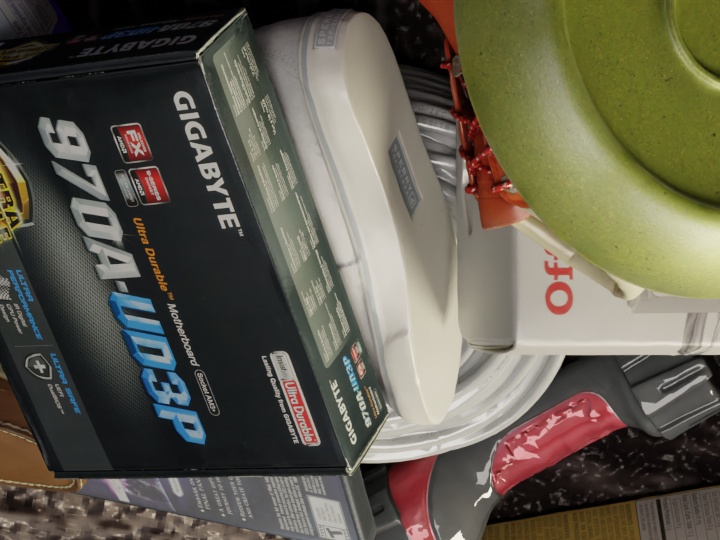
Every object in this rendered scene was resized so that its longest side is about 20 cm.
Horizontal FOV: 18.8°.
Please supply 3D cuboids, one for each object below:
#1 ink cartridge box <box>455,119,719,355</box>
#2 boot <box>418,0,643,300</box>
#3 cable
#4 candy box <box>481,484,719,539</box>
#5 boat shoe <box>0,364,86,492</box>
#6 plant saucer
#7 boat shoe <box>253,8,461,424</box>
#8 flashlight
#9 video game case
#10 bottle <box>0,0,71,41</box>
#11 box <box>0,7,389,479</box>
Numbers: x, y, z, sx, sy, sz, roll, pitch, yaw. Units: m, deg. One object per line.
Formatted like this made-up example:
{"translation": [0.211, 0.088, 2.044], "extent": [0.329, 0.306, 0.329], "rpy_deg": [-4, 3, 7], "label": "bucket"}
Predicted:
{"translation": [0.147, -0.037, 0.928], "extent": [0.199, 0.083, 0.147], "rpy_deg": [0, 89, -12], "label": "ink cartridge box"}
{"translation": [0.058, -0.075, 0.835], "extent": [0.200, 0.075, 0.107], "rpy_deg": [37, 87, -8], "label": "boot"}
{"translation": [0.000, 0.000, 1.017], "extent": [0.200, 0.069, 0.200], "rpy_deg": [-25, 119, 14], "label": "cable"}
{"translation": [0.145, 0.180, 1.135], "extent": [0.199, 0.057, 0.117], "rpy_deg": [-10, 122, 8], "label": "candy box"}
{"translation": [-0.225, 0.075, 1.033], "extent": [0.200, 0.074, 0.076], "rpy_deg": [13, 142, 14], "label": "boat shoe"}
{"translation": [0.128, -0.090, 0.800], "extent": [0.200, 0.200, 0.031], "rpy_deg": [35, 158, -19], "label": "plant saucer"}
{"translation": [-0.008, -0.018, 0.929], "extent": [0.068, 0.072, 0.200], "rpy_deg": [-1, 131, 25], "label": "boat shoe"}
{"translation": [0.087, 0.090, 1.072], "extent": [0.200, 0.068, 0.068], "rpy_deg": [-29, 116, 18], "label": "flashlight"}
{"translation": [-0.098, 0.069, 1.029], "extent": [0.200, 0.019, 0.143], "rpy_deg": [10, 140, 21], "label": "video game case"}
{"translation": [-0.203, -0.150, 0.926], "extent": [0.083, 0.065, 0.200], "rpy_deg": [-21, 119, 18], "label": "bottle"}
{"translation": [-0.092, -0.005, 0.912], "extent": [0.159, 0.046, 0.200], "rpy_deg": [-3, 120, 28], "label": "box"}
